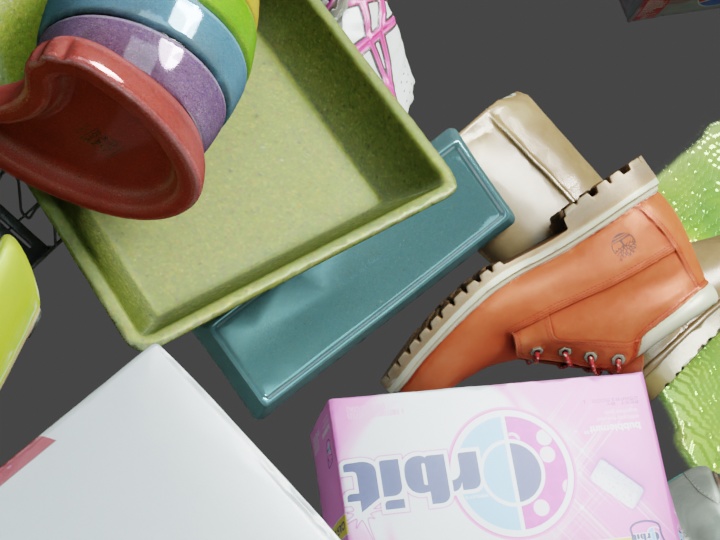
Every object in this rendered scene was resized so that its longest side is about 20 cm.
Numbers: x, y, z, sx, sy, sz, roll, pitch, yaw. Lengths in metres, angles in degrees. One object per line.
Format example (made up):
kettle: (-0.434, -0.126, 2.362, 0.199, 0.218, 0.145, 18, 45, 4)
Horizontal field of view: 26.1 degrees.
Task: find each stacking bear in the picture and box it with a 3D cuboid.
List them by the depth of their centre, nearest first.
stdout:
stacking bear: (-0.101, -0.137, 0.778, 0.113, 0.121, 0.201, 34, 56, -28)

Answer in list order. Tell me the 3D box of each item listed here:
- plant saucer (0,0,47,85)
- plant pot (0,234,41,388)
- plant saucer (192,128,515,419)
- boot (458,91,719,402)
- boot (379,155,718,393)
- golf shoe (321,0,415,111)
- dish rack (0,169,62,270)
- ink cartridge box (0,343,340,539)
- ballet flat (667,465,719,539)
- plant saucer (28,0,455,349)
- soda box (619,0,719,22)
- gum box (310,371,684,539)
plant saucer: (-0.221, -0.188, 0.861, 0.199, 0.048, 0.200, 16, 46, 24)
plant pot: (-0.272, 0.052, 0.741, 0.181, 0.199, 0.201, 28, 62, -11)
plant saucer: (0.000, 0.000, 0.905, 0.200, 0.019, 0.070, -37, 97, -14)
boot: (0.159, -0.038, 0.975, 0.175, 0.066, 0.200, -41, 83, -25)
boot: (0.110, 0.034, 0.901, 0.199, 0.075, 0.108, -35, 90, 4)
golf shoe: (-0.009, -0.135, 0.973, 0.092, 0.072, 0.202, 26, 52, -42)
dish rack: (-0.196, -0.091, 0.897, 0.153, 0.055, 0.200, 41, 63, 3)
ink cartridge box: (-0.114, 0.161, 0.736, 0.145, 0.200, 0.145, 45, 62, 8)
ballet flat: (0.224, 0.213, 0.901, 0.063, 0.067, 0.201, -26, 75, 4)
plant saucer: (-0.084, -0.066, 0.842, 0.199, 0.048, 0.200, -27, 68, -22)
soda box: (0.272, -0.231, 1.092, 0.198, 0.063, 0.071, -11, 72, -21)
gum box: (0.080, 0.128, 0.874, 0.198, 0.066, 0.114, -4, 68, -13)
